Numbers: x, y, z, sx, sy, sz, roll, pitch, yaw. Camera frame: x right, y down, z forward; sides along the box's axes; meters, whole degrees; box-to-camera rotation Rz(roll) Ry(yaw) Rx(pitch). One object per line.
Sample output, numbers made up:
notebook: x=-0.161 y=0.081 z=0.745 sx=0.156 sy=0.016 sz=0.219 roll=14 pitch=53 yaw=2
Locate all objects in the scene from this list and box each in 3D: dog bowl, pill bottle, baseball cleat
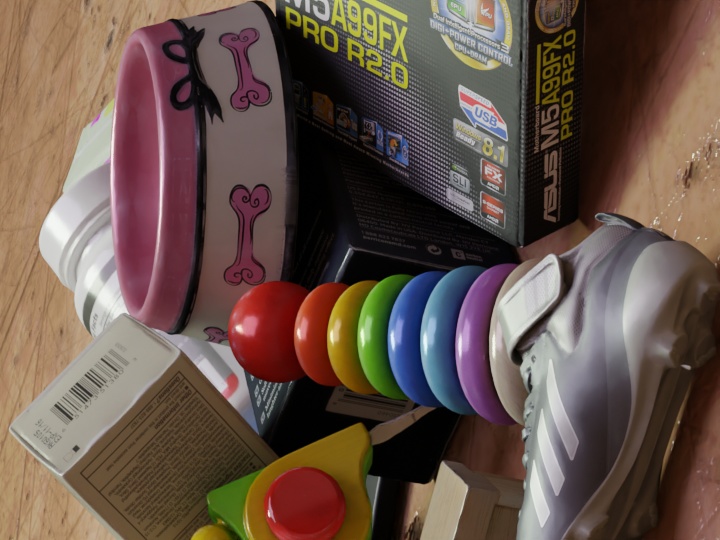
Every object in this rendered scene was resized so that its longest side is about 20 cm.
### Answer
dog bowl: x=-0.093 y=-0.053 z=1.399 sx=0.200 sy=0.074 sz=0.200 roll=179 pitch=90 yaw=-74
pill bottle: x=-0.109 y=0.027 z=1.578 sx=0.200 sy=0.114 sz=0.114 roll=48 pitch=131 yaw=25
baseball cleat: x=0.099 y=0.072 z=1.154 sx=0.106 sy=0.070 sz=0.200 roll=29 pitch=98 yaw=37

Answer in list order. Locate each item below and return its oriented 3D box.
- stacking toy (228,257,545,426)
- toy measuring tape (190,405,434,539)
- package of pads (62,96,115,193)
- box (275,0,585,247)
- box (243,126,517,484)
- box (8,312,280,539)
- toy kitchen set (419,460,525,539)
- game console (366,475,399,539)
stacking toy: x=0.016 y=0.036 z=1.269 sx=0.200 sy=0.085 sz=0.085 roll=0 pitch=76 yaw=34
toy measuring tape: x=0.006 y=0.116 z=1.291 sx=0.074 sy=0.200 sz=0.074 roll=157 pitch=90 yaw=-79
package of pads: x=-0.098 y=-0.072 z=1.679 sx=0.200 sy=0.154 sz=0.068 roll=-33 pitch=38 yaw=64
box: x=0.033 y=-0.123 z=1.310 sx=0.200 sy=0.044 sz=0.160 roll=31 pitch=135 yaw=39
box: x=0.000 y=0.000 z=1.439 sx=0.200 sy=0.107 sz=0.148 roll=-107 pitch=35 yaw=-53
box: x=-0.086 y=0.127 z=1.344 sx=0.095 sy=0.200 sz=0.078 roll=-45 pitch=33 yaw=-11
toy kitchen set: x=-0.001 y=0.177 z=1.256 sx=0.180 sy=0.163 sz=0.200 roll=-142 pitch=66 yaw=-68
game console: x=-0.072 y=0.188 z=1.513 sx=0.200 sy=0.116 sz=0.176 roll=171 pitch=110 yaw=-68
